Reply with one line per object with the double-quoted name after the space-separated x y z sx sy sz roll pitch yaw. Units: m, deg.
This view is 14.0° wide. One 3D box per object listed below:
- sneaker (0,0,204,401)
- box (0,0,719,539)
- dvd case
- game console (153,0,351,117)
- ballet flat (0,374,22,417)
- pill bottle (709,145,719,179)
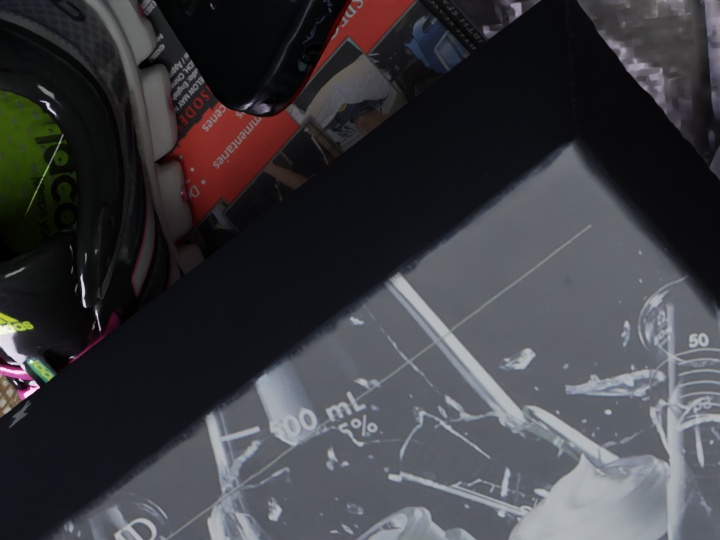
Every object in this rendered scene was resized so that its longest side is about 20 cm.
-0.079 0.014 0.792 0.073 0.087 0.201 -13 95 27 "sneaker"
0.030 0.070 0.718 0.200 0.104 0.182 -38 107 17 "box"
0.000 0.000 0.813 0.200 0.022 0.146 48 116 10 "dvd case"
-0.053 -0.169 0.727 0.118 0.173 0.201 9 123 -35 "game console"
-0.140 0.003 0.841 0.070 0.065 0.201 1 120 30 "ballet flat"
0.190 -0.016 0.751 0.120 0.120 0.200 39 151 -19 "pill bottle"
